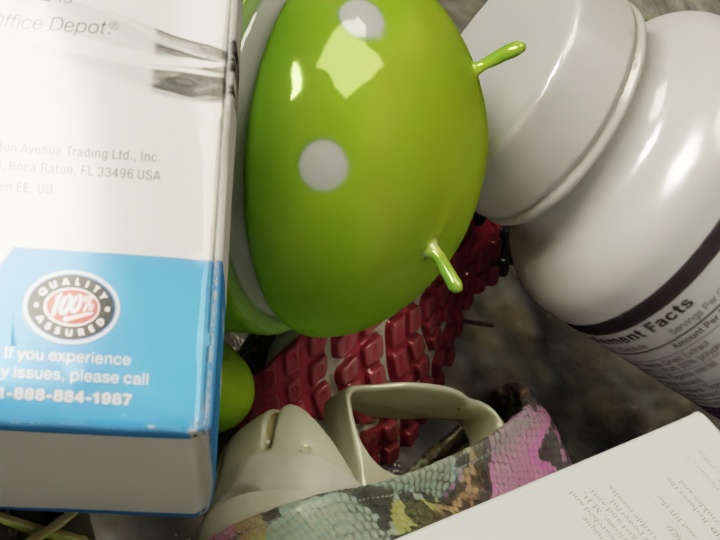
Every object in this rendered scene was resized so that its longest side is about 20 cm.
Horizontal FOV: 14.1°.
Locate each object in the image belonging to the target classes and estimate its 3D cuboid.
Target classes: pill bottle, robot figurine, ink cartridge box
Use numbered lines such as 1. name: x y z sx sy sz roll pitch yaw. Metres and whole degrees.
1. pill bottle: 0.120 -0.015 0.948 0.200 0.111 0.112 32 32 -23
2. robot figurine: -0.051 -0.042 0.875 0.200 0.176 0.116 8 -13 23
3. ink cartridge box: -0.105 -0.044 0.759 0.146 0.086 0.200 3 69 -1

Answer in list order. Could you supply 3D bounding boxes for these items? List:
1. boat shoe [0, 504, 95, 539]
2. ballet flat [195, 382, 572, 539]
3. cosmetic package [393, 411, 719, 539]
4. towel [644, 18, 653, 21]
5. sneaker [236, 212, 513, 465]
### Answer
1. boat shoe: -0.109 0.069 0.795 0.072 0.060 0.202 -1 49 -42
2. ballet flat: -0.001 0.071 0.877 0.200 0.069 0.071 -14 79 -54
3. cosmetic package: 0.042 0.122 0.825 0.081 0.113 0.200 48 36 18
4. towel: 0.116 -0.076 1.098 0.200 0.023 0.152 3 13 37
5. sneaker: 0.000 0.000 0.979 0.074 0.081 0.200 11 32 18
